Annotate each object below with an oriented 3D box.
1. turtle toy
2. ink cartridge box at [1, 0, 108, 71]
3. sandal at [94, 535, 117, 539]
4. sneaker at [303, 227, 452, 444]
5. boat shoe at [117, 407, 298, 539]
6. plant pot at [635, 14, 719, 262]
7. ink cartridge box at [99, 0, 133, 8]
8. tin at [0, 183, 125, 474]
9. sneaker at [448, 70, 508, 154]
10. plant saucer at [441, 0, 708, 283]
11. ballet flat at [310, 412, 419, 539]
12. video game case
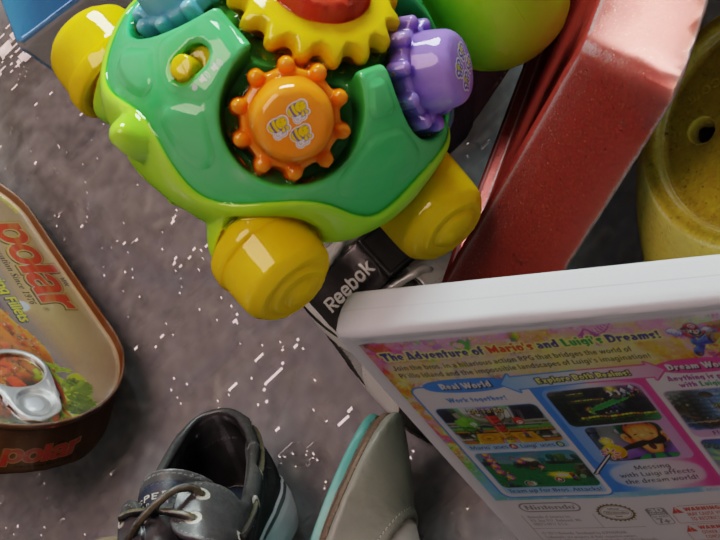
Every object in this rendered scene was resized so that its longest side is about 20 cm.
[{"bbox_3d":[-0.009,-0.079,1.099,0.146,0.199,0.101,49,140,25],"label":"turtle toy"},{"bbox_3d":[-0.128,-0.169,1.416,0.067,0.116,0.200,-36,52,17],"label":"ink cartridge box"},{"bbox_3d":[-0.156,0.162,1.247,0.080,0.054,0.200,10,37,36],"label":"sandal"},{"bbox_3d":[0.000,0.000,1.260,0.074,0.088,0.200,-48,51,6],"label":"sneaker"},{"bbox_3d":[-0.068,0.108,1.195,0.070,0.067,0.200,-14,15,17],"label":"boat shoe"},{"bbox_3d":[0.179,-0.027,1.107,0.199,0.142,0.201,-16,59,29],"label":"plant pot"},{"bbox_3d":[-0.074,-0.202,1.339,0.084,0.175,0.200,-51,43,32],"label":"ink cartridge box"},{"bbox_3d":[-0.183,0.019,1.370,0.200,0.112,0.042,52,142,41],"label":"tin"},{"bbox_3d":[-0.037,-0.113,1.204,0.147,0.200,0.081,-48,6,2],"label":"sneaker"},{"bbox_3d":[0.091,-0.083,1.150,0.200,0.037,0.200,118,174,-51],"label":"plant saucer"},{"bbox_3d":[-0.007,0.157,1.213,0.063,0.067,0.201,23,82,13],"label":"ballet flat"},{"bbox_3d":[0.118,0.058,1.083,0.199,0.182,0.024,-6,52,34],"label":"video game case"}]
